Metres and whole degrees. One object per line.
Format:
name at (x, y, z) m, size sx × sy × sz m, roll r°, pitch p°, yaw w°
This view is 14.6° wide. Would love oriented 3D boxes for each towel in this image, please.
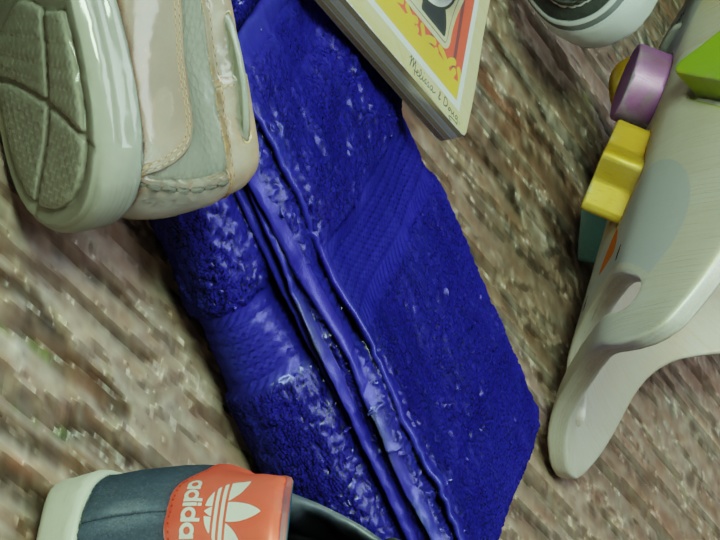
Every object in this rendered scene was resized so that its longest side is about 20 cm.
towel at (0.000, 0.000, 0.860) m, size 0.201 × 0.049 × 0.148 m, roll 66°, pitch 29°, yaw -21°

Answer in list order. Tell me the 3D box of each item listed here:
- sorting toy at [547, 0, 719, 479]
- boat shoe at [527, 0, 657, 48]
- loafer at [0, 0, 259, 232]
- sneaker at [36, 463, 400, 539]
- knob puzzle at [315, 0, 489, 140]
sorting toy at (0.122, -0.016, 1.020) m, size 0.181 × 0.106 × 0.200 m, roll -60°, pitch 178°, yaw -33°
boat shoe at (0.068, -0.182, 1.057) m, size 0.066 × 0.070 × 0.201 m, roll 22°, pitch 58°, yaw -50°
loafer at (-0.068, -0.112, 0.740) m, size 0.063 × 0.072 × 0.201 m, roll -7°, pitch 92°, yaw -35°
sneaker at (-0.004, 0.114, 0.762) m, size 0.200 × 0.084 × 0.075 m, roll 44°, pitch 42°, yaw -48°
knob puzzle at (0.010, -0.170, 0.864) m, size 0.219 × 0.030 × 0.221 m, roll 26°, pitch 60°, yaw -56°
